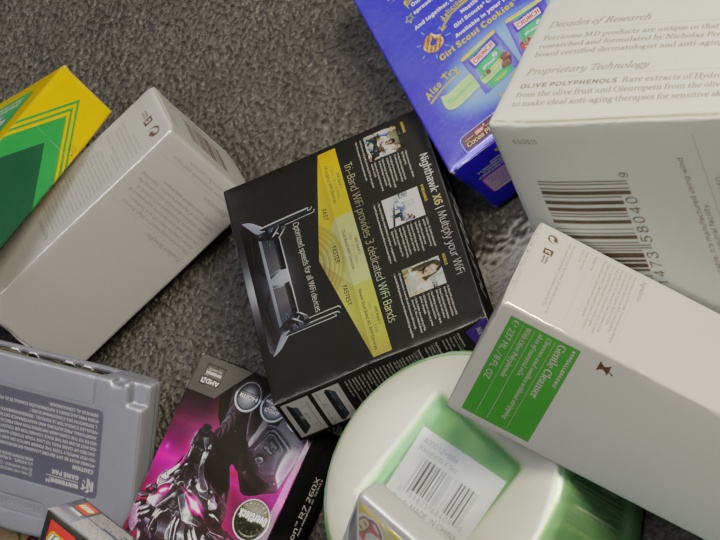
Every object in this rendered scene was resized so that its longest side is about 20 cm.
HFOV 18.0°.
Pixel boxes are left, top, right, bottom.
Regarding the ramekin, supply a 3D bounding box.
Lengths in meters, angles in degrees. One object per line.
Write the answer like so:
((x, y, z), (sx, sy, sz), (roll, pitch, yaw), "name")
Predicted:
((0.073, 0.150, 1.470), (0.199, 0.098, 0.201), (-13, 63, 27), "ramekin")

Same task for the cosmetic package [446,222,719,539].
((0.168, 0.071, 1.373), (0.199, 0.108, 0.085), (27, 44, 4), "cosmetic package")

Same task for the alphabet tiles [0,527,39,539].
((-0.301, 0.237, 1.698), (0.166, 0.006, 0.200), (-43, 52, -11), "alphabet tiles")

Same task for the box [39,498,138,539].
((-0.152, 0.265, 1.548), (0.199, 0.040, 0.138), (32, 115, 32), "box")

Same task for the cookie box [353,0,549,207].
((0.106, -0.176, 1.611), (0.171, 0.075, 0.201), (-36, 55, 14), "cookie box")

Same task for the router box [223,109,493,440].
((0.000, 0.000, 1.581), (0.156, 0.052, 0.201), (-22, 50, 9), "router box")

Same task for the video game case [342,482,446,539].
((0.052, 0.255, 1.390), (0.200, 0.023, 0.183), (40, 132, 24), "video game case")

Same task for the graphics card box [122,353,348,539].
((-0.096, 0.170, 1.599), (0.125, 0.051, 0.201), (19, 79, 36), "graphics card box")

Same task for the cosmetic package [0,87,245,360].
((-0.188, -0.028, 1.707), (0.200, 0.102, 0.074), (-41, 37, 9), "cosmetic package")

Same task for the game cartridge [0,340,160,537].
((-0.239, 0.126, 1.677), (0.199, 0.041, 0.134), (12, 98, 26), "game cartridge")

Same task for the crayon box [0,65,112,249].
((-0.297, -0.056, 1.735), (0.200, 0.058, 0.173), (-18, 30, 55), "crayon box")

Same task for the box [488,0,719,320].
((0.218, -0.075, 1.392), (0.199, 0.200, 0.172), (-1, 44, 31), "box")
